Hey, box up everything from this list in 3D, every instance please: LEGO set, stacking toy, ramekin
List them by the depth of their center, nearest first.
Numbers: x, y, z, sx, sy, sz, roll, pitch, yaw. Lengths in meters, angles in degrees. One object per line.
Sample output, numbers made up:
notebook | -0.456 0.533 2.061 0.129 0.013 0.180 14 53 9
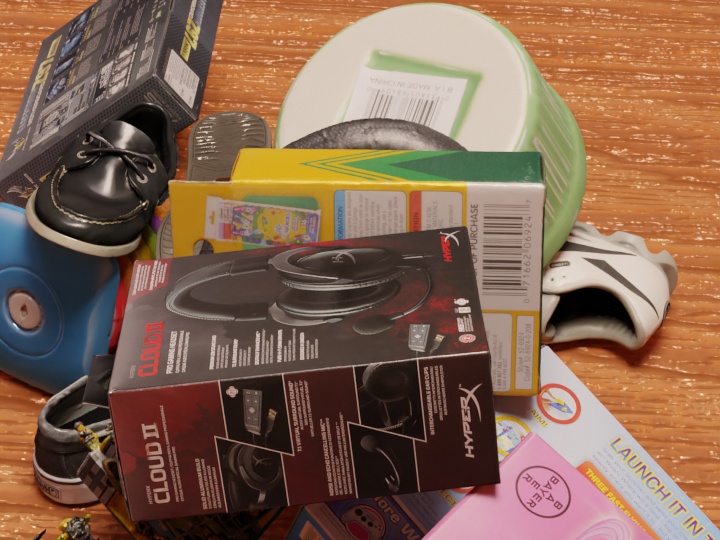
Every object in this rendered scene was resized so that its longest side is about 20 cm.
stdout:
LEGO set | -0.124 0.124 1.052 0.200 0.154 0.116 -39 82 -28
ramekin | 0.040 -0.077 1.269 0.199 0.098 0.201 -9 60 17
stacking toy | -0.164 -0.010 1.279 0.109 0.116 0.200 23 30 19

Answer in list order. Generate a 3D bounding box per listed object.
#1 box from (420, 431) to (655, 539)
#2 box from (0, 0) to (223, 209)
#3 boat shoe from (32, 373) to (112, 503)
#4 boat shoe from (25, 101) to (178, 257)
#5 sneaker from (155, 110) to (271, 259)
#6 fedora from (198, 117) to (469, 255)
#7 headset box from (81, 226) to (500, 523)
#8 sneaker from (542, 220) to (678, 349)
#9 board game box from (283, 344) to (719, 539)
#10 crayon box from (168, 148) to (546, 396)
box | 0.089 0.212 0.914 0.200 0.097 0.176 43 54 12
box | -0.177 -0.138 1.396 0.157 0.051 0.200 -31 29 24
boat shoe | -0.119 0.066 1.196 0.199 0.068 0.074 -26 47 -33
boat shoe | -0.151 -0.063 1.208 0.074 0.066 0.199 25 18 5
sneaker | -0.082 -0.007 1.260 0.074 0.107 0.200 -1 37 7
fedora | 0.002 0.004 1.151 0.200 0.202 0.092 7 10 4
headset box | -0.037 0.049 0.968 0.199 0.078 0.149 -5 24 2
sneaker | 0.108 0.002 1.295 0.199 0.074 0.089 12 37 11
board game box | 0.093 0.166 1.050 0.195 0.056 0.200 -29 69 -36
crayon box | 0.000 0.000 1.062 0.199 0.126 0.052 1 25 3
